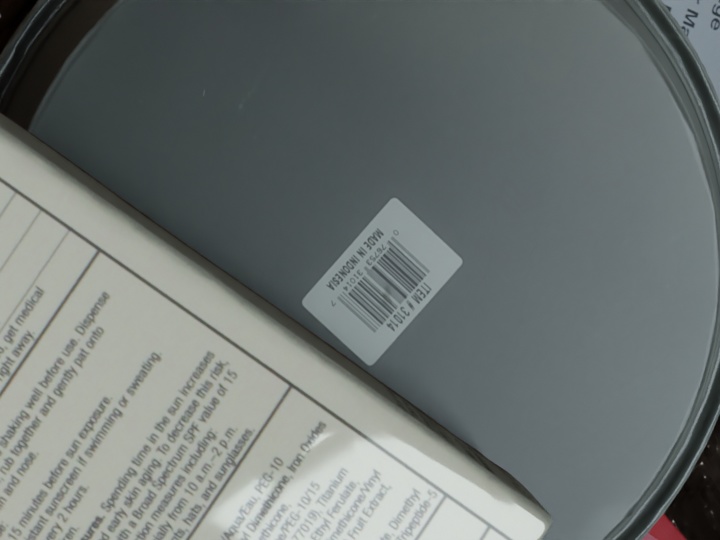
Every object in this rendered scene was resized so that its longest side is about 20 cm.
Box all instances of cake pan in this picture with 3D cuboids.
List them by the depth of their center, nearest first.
[{"bbox_3d":[0.000,0.000,0.704,0.199,0.037,0.202,-1,95,-6],"label":"cake pan"}]

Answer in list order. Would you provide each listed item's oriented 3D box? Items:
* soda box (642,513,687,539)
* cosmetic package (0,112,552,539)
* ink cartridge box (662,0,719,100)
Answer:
[{"bbox_3d":[0.079,0.122,0.824,0.070,0.063,0.200,-53,132,-11],"label":"soda box"},{"bbox_3d":[-0.071,0.032,0.636,0.200,0.087,0.104,37,90,-8],"label":"cosmetic package"},{"bbox_3d":[0.062,-0.063,0.788,0.199,0.041,0.201,17,92,-37],"label":"ink cartridge box"}]
